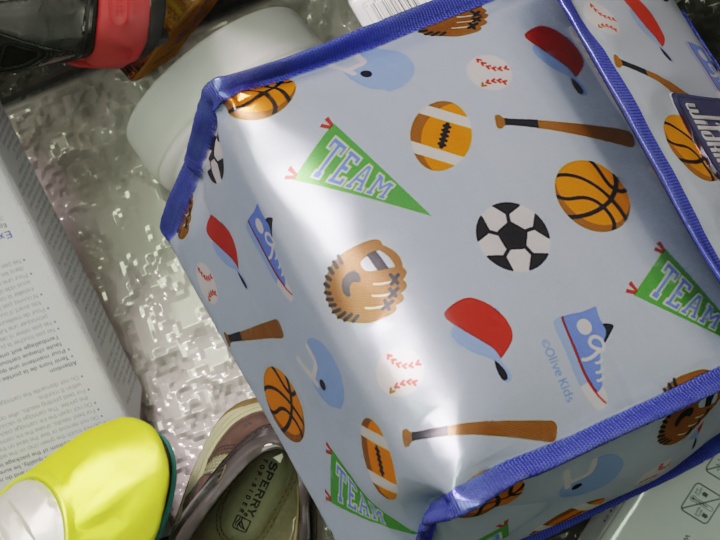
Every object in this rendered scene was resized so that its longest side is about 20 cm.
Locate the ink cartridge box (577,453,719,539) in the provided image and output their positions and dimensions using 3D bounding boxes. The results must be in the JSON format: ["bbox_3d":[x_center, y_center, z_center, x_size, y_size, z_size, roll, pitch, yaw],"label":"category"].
[{"bbox_3d":[0.179,0.130,0.835,0.200,0.043,0.196,32,93,-5],"label":"ink cartridge box"}]

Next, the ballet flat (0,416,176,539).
[{"bbox_3d":[-0.148,0.136,0.889,0.200,0.067,0.067,-51,56,24],"label":"ballet flat"}]

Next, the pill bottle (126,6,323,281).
[{"bbox_3d":[0.000,0.000,0.869,0.112,0.112,0.200,-39,76,8],"label":"pill bottle"}]

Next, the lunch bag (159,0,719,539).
[{"bbox_3d":[0.062,-0.008,0.756,0.200,0.124,0.170,-20,71,-25],"label":"lunch bag"}]

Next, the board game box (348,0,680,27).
[{"bbox_3d":[0.103,-0.128,0.843,0.200,0.134,0.034,-32,78,10],"label":"board game box"}]

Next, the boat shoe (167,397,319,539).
[{"bbox_3d":[-0.064,0.148,0.888,0.073,0.065,0.200,15,94,3],"label":"boat shoe"}]

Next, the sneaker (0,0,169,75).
[{"bbox_3d":[-0.154,-0.110,0.858,0.200,0.098,0.071,12,107,57],"label":"sneaker"}]

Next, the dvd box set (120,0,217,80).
[{"bbox_3d":[-0.099,-0.162,0.859,0.029,0.200,0.146,-39,93,-22],"label":"dvd box set"}]

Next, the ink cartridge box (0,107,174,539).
[{"bbox_3d":[-0.199,0.048,0.930,0.196,0.043,0.200,-18,112,12],"label":"ink cartridge box"}]
